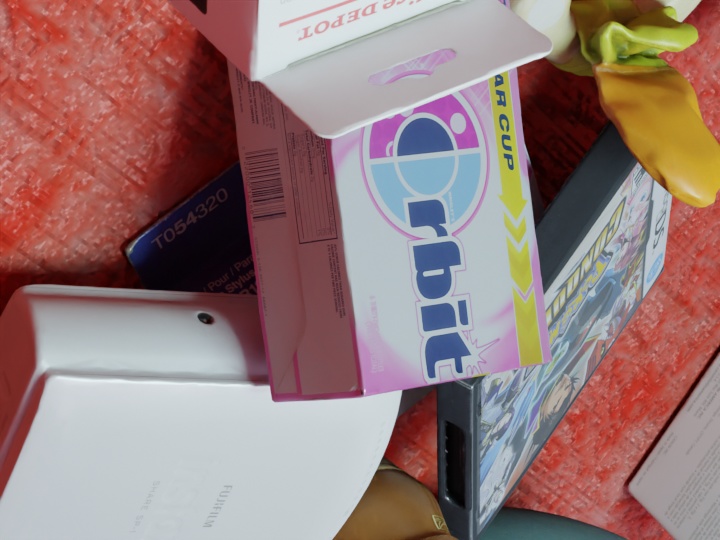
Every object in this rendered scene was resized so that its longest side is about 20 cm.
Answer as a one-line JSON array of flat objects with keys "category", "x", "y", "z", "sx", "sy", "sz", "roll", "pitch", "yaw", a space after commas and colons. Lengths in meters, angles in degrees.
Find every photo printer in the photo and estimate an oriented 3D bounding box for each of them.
[{"category": "photo printer", "x": -0.084, "y": 0.083, "z": 1.300, "sx": 0.199, "sy": 0.070, "sz": 0.167, "roll": 4, "pitch": 133, "yaw": -30}]

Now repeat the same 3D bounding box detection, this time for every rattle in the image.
[{"category": "rattle", "x": 0.165, "y": -0.157, "z": 1.313, "sx": 0.200, "sy": 0.143, "sz": 0.130, "roll": -46, "pitch": 126, "yaw": 10}]

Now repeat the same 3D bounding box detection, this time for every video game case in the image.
[{"category": "video game case", "x": 0.100, "y": 0.022, "z": 1.420, "sx": 0.200, "sy": 0.025, "sz": 0.181, "roll": -54, "pitch": 162, "yaw": -24}]

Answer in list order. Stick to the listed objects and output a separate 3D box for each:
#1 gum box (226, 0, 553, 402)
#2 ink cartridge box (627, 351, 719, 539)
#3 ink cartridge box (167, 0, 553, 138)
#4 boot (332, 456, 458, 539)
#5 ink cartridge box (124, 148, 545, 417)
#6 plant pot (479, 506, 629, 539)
[{"category": "gum box", "x": 0.011, "y": -0.049, "z": 1.240, "sx": 0.113, "sy": 0.066, "sz": 0.201, "roll": -8, "pitch": 92, "yaw": -41}, {"category": "ink cartridge box", "x": 0.260, "y": 0.123, "z": 1.611, "sx": 0.057, "sy": 0.200, "sz": 0.163, "roll": 15, "pitch": 113, "yaw": -48}, {"category": "ink cartridge box", "x": -0.025, "y": -0.143, "z": 1.080, "sx": 0.116, "sy": 0.200, "sz": 0.068, "roll": -23, "pitch": 138, "yaw": -28}, {"category": "boot", "x": -0.025, "y": 0.191, "z": 1.431, "sx": 0.074, "sy": 0.155, "sz": 0.200, "roll": 20, "pitch": 108, "yaw": -43}, {"category": "ink cartridge box", "x": 0.000, "y": 0.000, "z": 1.376, "sx": 0.196, "sy": 0.043, "sz": 0.200, "roll": -38, "pitch": 144, "yaw": -11}, {"category": "plant pot", "x": 0.049, "y": 0.205, "z": 1.521, "sx": 0.135, "sy": 0.200, "sz": 0.200, "roll": 30, "pitch": 104, "yaw": -14}]
